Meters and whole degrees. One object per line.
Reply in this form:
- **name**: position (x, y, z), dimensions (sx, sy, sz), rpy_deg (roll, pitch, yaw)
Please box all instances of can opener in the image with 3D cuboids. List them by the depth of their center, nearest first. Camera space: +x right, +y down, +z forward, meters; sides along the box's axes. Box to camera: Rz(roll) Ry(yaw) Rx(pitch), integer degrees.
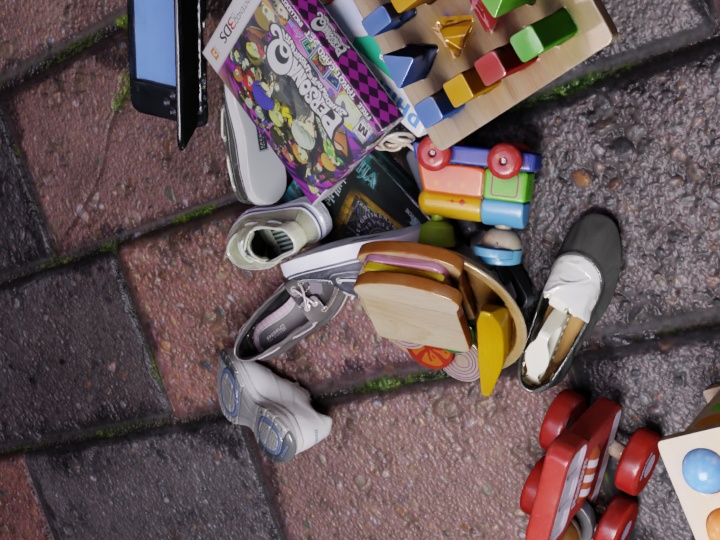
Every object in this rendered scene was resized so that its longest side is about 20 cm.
- **can opener**: position (0.109, -0.044, 1.218), dimensions (0.052, 0.066, 0.202), rpy_deg (-32, 78, 33)

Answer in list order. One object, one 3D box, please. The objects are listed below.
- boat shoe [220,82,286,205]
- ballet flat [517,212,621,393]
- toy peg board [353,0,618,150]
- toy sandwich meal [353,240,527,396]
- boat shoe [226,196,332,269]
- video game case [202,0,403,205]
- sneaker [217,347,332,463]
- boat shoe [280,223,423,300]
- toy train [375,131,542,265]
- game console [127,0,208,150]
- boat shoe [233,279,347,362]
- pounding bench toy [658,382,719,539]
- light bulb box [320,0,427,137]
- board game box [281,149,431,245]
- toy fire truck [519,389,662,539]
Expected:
- **boat shoe**: position (-0.132, -0.175, 1.336), dimensions (0.063, 0.070, 0.204), rpy_deg (6, 103, 49)
- **ballet flat**: position (0.204, 0.042, 1.167), dimensions (0.067, 0.068, 0.203), rpy_deg (27, 121, 21)
- **toy peg board**: position (0.074, -0.224, 0.991), dimensions (0.198, 0.097, 0.202), rpy_deg (-29, 91, 37)
- **toy sandwich meal**: position (0.072, 0.051, 1.175), dimensions (0.202, 0.071, 0.207), rpy_deg (19, 143, 14)
- **boat shoe**: position (-0.109, -0.038, 1.353), dimensions (0.199, 0.062, 0.073), rpy_deg (-21, 100, 54)
- **video game case**: position (-0.062, -0.184, 1.157), dimensions (0.201, 0.036, 0.181), rpy_deg (54, 149, 1)
- **sneaker**: position (-0.111, 0.160, 1.445), dimensions (0.200, 0.086, 0.076), rpy_deg (43, 131, 40)
- **boat shoe**: position (0.000, 0.000, 1.270), dimensions (0.197, 0.071, 0.069), rpy_deg (-11, 99, 32)
- **toy train**: position (0.073, -0.075, 1.163), dimensions (0.196, 0.085, 0.118), rpy_deg (8, 98, 17)
- **game console**: position (-0.234, -0.260, 1.354), dimensions (0.174, 0.116, 0.204), rpy_deg (16, 115, 31)
- **boat shoe**: position (-0.081, 0.051, 1.390), dimensions (0.067, 0.057, 0.200), rpy_deg (53, 129, 8)
- **pounding bench toy**: position (0.373, 0.207, 1.044), dimensions (0.123, 0.155, 0.203), rpy_deg (-21, 94, 39)
- **light bulb box**: position (0.058, -0.273, 1.126), dimensions (0.198, 0.124, 0.202), rpy_deg (41, 125, 17)
- **board game box**: position (0.011, -0.058, 1.300), dimensions (0.200, 0.028, 0.136), rpy_deg (48, 128, 14)
- **toy fire truck**: position (0.205, 0.225, 1.168), dimensions (0.111, 0.167, 0.203), rpy_deg (26, 120, 27)
